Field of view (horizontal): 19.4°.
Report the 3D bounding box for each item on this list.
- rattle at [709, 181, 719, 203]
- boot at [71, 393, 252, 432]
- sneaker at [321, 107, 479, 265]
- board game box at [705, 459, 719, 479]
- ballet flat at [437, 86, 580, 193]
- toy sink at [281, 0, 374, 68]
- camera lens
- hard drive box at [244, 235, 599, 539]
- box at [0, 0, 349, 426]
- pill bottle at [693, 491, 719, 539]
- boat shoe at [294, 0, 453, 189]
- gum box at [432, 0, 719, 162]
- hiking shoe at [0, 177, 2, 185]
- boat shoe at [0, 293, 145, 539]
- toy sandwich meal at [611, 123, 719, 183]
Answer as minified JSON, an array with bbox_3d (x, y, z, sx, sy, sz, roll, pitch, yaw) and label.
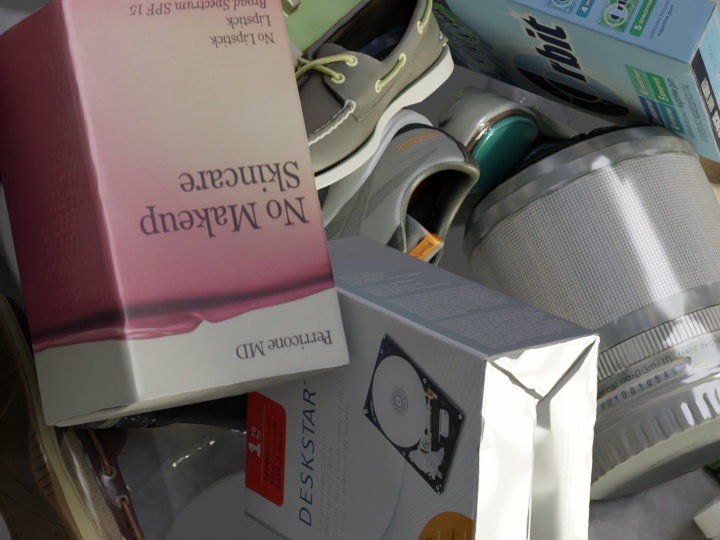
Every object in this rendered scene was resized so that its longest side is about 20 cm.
[{"bbox_3d":[0.235,-0.128,1.372,0.130,0.143,0.201,-27,88,-7],"label":"rattle"},{"bbox_3d":[-0.093,-0.003,1.169,0.153,0.073,0.204,13,70,-37],"label":"boot"},{"bbox_3d":[0.000,0.000,1.240,0.074,0.079,0.201,32,86,-47],"label":"sneaker"},{"bbox_3d":[0.329,0.162,1.403,0.200,0.023,0.105,44,54,0],"label":"board game box"},{"bbox_3d":[0.086,-0.086,1.353,0.070,0.069,0.200,61,20,14],"label":"ballet flat"},{"bbox_3d":[-0.074,-0.156,1.313,0.130,0.112,0.200,47,52,3],"label":"toy sink"},{"bbox_3d":[0.165,0.022,1.308,0.160,0.160,0.201,-11,69,-32],"label":"camera lens"},{"bbox_3d":[0.026,0.083,1.081,0.077,0.200,0.156,-9,109,-34],"label":"hard drive box"},{"bbox_3d":[-0.099,-0.033,1.054,0.128,0.109,0.201,-9,85,-33],"label":"box"},{"bbox_3d":[0.299,0.209,1.304,0.112,0.112,0.200,-32,82,-37],"label":"pill bottle"},{"bbox_3d":[-0.012,-0.106,1.216,0.202,0.072,0.060,-46,131,-46],"label":"boat shoe"},{"bbox_3d":[0.133,-0.146,1.303,0.199,0.170,0.045,22,81,22],"label":"gum box"},{"bbox_3d":[-0.153,-0.082,1.229,0.199,0.101,0.076,2,92,-19],"label":"hiking shoe"},{"bbox_3d":[-0.163,0.103,1.152,0.072,0.072,0.200,-7,64,-48],"label":"boat shoe"},{"bbox_3d":[0.258,-0.063,1.471,0.204,0.070,0.206,6,70,-18],"label":"toy sandwich meal"}]
